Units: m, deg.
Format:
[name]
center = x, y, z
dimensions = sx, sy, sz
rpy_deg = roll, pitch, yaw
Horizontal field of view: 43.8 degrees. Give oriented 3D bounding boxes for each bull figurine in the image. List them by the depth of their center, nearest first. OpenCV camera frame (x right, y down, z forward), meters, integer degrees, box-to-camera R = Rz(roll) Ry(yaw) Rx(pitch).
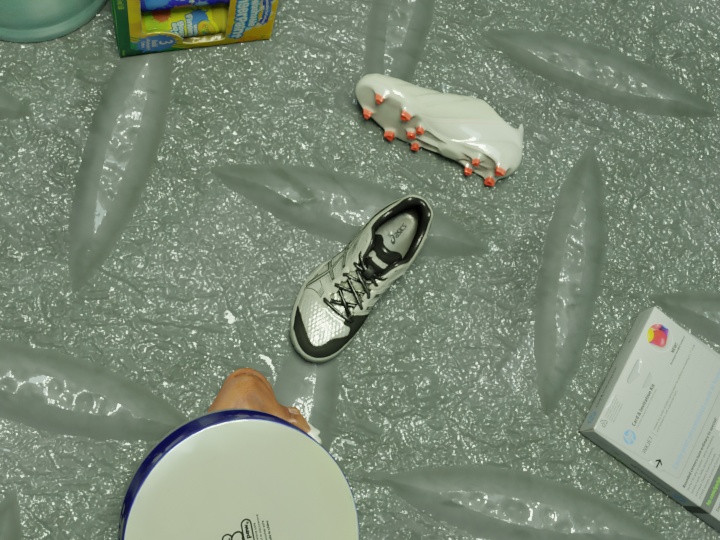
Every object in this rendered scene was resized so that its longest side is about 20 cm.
[bull figurine]
center = -0.128, 0.193, 0.828
dimensions = 0.121, 0.065, 0.201
rpy_deg = 35, 78, -9

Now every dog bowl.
[dog bowl]
center = -0.103, 0.221, 0.758
dimensions = 0.197, 0.079, 0.204
rpy_deg = 1, 86, -16

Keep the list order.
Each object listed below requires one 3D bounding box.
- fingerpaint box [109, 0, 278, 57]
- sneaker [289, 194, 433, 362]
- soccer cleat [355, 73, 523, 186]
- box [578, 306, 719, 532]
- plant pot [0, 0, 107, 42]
[fingerpaint box]
center = -0.162, -0.290, 0.868
dimensions = 0.164, 0.200, 0.074
rpy_deg = -11, 80, -15
[sneaker]
center = 0.000, 0.000, 0.891
dimensions = 0.075, 0.088, 0.201
rpy_deg = 37, 73, -3
[soccer cleat]
center = 0.087, -0.164, 0.965
dimensions = 0.198, 0.069, 0.078
rpy_deg = 26, 67, -12
[box]
center = 0.352, 0.161, 0.952
dimensions = 0.199, 0.041, 0.157
rpy_deg = 35, 72, -3
[plant pot]
center = -0.340, -0.347, 0.878
dimensions = 0.197, 0.134, 0.204
rpy_deg = 3, 76, -12
